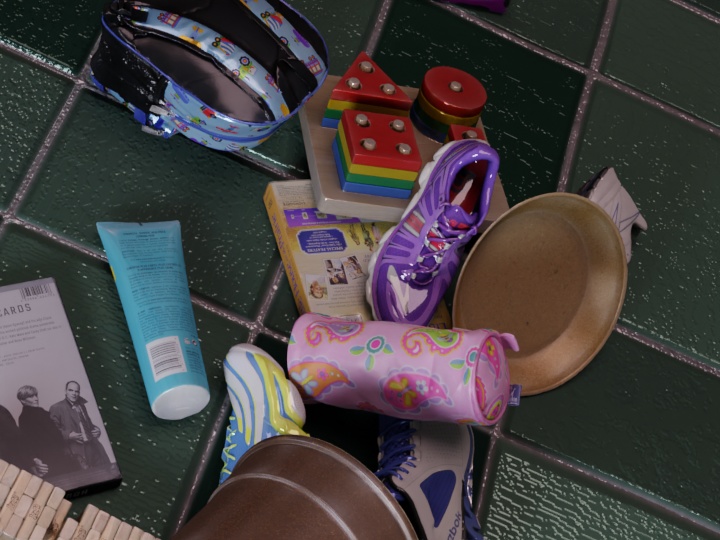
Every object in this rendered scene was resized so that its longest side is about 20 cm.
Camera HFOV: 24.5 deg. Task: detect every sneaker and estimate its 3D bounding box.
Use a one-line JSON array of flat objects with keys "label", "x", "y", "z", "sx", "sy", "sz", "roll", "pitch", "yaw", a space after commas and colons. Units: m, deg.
[{"label": "sneaker", "x": 0.231, "y": -0.021, "z": 1.674, "sx": 0.087, "sy": 0.074, "sz": 0.200, "roll": 44, "pitch": 55, "yaw": -4}, {"label": "sneaker", "x": 0.068, "y": -0.032, "z": 1.528, "sx": 0.080, "sy": 0.083, "sz": 0.202, "roll": 24, "pitch": 85, "yaw": -15}, {"label": "sneaker", "x": -0.092, "y": 0.159, "z": 1.417, "sx": 0.104, "sy": 0.076, "sz": 0.201, "roll": -18, "pitch": 66, "yaw": -30}, {"label": "sneaker", "x": 0.042, "y": 0.179, "z": 1.427, "sx": 0.115, "sy": 0.080, "sz": 0.201, "roll": 24, "pitch": 45, "yaw": -46}]

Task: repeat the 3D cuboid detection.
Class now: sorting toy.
[{"label": "sorting toy", "x": 0.047, "y": -0.138, "z": 1.650, "sx": 0.197, "sy": 0.070, "sz": 0.200, "roll": 6, "pitch": 42, "yaw": -18}]

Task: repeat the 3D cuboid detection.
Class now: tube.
[{"label": "tube", "x": -0.180, "y": 0.034, "z": 1.478, "sx": 0.077, "sy": 0.051, "sz": 0.202, "roll": 1, "pitch": 53, "yaw": -26}]

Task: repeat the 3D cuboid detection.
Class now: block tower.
[{"label": "block tower", "x": -0.241, "y": 0.210, "z": 1.318, "sx": 0.199, "sy": 0.054, "sz": 0.058, "roll": 30, "pitch": 59, "yaw": -9}]

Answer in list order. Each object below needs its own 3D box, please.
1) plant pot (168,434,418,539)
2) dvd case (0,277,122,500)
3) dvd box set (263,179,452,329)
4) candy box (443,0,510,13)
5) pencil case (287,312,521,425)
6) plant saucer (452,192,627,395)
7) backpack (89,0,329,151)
[{"label": "plant pot", "x": -0.084, "y": 0.257, "z": 1.251, "sx": 0.200, "sy": 0.201, "sz": 0.198, "roll": 45, "pitch": 41, "yaw": 12}, {"label": "dvd case", "x": -0.301, "y": 0.107, "z": 1.400, "sx": 0.149, "sy": 0.025, "sz": 0.202, "roll": -10, "pitch": 62, "yaw": -27}, {"label": "dvd box set", "x": 0.000, "y": 0.000, "z": 1.589, "sx": 0.145, "sy": 0.029, "sz": 0.202, "roll": -5, "pitch": 59, "yaw": -26}, {"label": "candy box", "x": 0.106, "y": -0.397, "z": 1.882, "sx": 0.135, "sy": 0.061, "sz": 0.202, "roll": 9, "pitch": 54, "yaw": -16}, {"label": "pencil case", "x": 0.035, "y": 0.083, "z": 1.423, "sx": 0.198, "sy": 0.088, "sz": 0.088, "roll": 3, "pitch": 45, "yaw": 29}, {"label": "plant saucer", "x": 0.164, "y": 0.019, "z": 1.573, "sx": 0.198, "sy": 0.203, "sz": 0.035, "roll": -9, "pitch": 22, "yaw": -27}, {"label": "backpack", "x": -0.139, "y": -0.201, "z": 1.603, "sx": 0.199, "sy": 0.135, "sz": 0.183, "roll": 36, "pitch": 52, "yaw": 5}]
